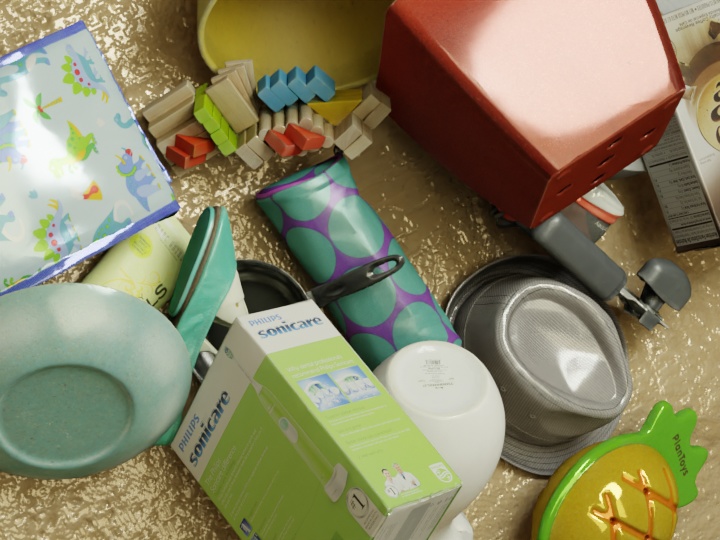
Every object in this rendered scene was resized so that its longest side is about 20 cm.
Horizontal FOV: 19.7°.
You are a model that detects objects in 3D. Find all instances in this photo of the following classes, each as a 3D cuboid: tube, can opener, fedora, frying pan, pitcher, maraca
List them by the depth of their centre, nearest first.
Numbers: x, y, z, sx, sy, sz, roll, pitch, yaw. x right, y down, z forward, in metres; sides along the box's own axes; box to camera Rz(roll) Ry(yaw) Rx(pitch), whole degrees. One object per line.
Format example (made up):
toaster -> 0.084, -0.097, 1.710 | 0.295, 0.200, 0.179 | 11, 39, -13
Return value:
tube -> -0.204, 0.031, 1.643 | 0.052, 0.058, 0.200 | 30, 61, 25
pitcher -> 0.024, 0.154, 1.655 | 0.171, 0.201, 0.122 | -5, 47, -15
frying pan -> -0.065, 0.021, 1.670 | 0.115, 0.031, 0.190 | 44, 99, 4
can opener -> 0.212, -0.013, 1.764 | 0.067, 0.053, 0.200 | -48, 131, 4
fedora -> 0.166, 0.077, 1.770 | 0.200, 0.090, 0.177 | 48, 69, -11
maraca -> 0.224, 0.197, 1.770 | 0.200, 0.107, 0.138 | -38, 129, -23

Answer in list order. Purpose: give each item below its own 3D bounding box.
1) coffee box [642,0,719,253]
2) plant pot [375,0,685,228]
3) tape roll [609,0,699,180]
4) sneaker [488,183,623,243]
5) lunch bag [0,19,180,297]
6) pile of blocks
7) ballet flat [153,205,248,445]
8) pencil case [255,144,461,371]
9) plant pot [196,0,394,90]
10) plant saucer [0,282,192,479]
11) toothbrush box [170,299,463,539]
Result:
coffee box -> 0.302, -0.128, 1.784 | 0.113, 0.080, 0.201 | -23, 93, -24
plant pot -> 0.146, -0.155, 1.649 | 0.200, 0.200, 0.177 | -34, 78, -12
tape roll -> 0.225, -0.183, 1.837 | 0.199, 0.066, 0.202 | 2, 84, -23
sneaker -> 0.126, -0.078, 1.780 | 0.200, 0.077, 0.082 | 34, 104, 0
lunch bag -> -0.260, -0.075, 1.587 | 0.199, 0.127, 0.171 | -29, 96, -13
pile of blocks -> -0.075, -0.121, 1.655 | 0.199, 0.062, 0.082 | -8, 121, 2
ballet flat -> -0.129, 0.049, 1.646 | 0.070, 0.067, 0.201 | 23, 94, -15
pencil case -> 0.000, 0.000, 1.709 | 0.085, 0.092, 0.201 | -32, 98, 1
plant pot -> -0.045, -0.255, 1.681 | 0.199, 0.200, 0.143 | 1, 57, -23
plant saucer -> -0.224, 0.098, 1.560 | 0.200, 0.202, 0.039 | 10, 37, -22
toothbrush box -> -0.037, 0.146, 1.574 | 0.086, 0.146, 0.200 | -14, 53, -44
